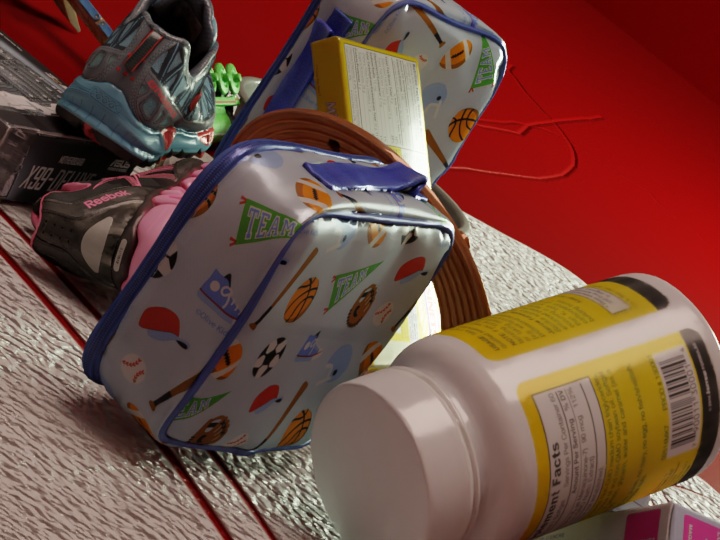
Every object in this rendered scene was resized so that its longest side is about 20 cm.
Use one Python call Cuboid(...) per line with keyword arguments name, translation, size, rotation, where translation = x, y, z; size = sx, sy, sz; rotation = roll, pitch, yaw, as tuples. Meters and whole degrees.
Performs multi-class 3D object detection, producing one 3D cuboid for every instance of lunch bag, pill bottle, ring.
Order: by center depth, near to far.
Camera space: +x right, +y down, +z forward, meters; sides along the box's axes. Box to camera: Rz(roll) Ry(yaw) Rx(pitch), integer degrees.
Cuboid(name="lunch bag", translation=(-0.039, 0.009, 1.468), size=(0.075, 0.161, 0.200), rotation=(38, 14, 20))
Cuboid(name="pill bottle", translation=(0.081, 0.077, 1.505), size=(0.199, 0.115, 0.114), rotation=(-16, 43, -35))
Cuboid(name="ring", translation=(0.000, 0.000, 1.617), size=(0.200, 0.201, 0.019), rotation=(39, 51, 23))
Cuboid(name="lunch bag", translation=(-0.003, -0.105, 1.923), size=(0.160, 0.201, 0.076), rotation=(17, 20, -50))

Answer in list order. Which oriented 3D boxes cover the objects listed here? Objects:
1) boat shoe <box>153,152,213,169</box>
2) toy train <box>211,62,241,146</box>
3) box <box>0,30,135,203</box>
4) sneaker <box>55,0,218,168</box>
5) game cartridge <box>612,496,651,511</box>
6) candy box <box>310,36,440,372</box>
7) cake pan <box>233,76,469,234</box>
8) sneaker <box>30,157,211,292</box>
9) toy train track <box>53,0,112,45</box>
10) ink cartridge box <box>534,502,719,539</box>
Cuboid(name="boat shoe", translation=(-0.065, -0.032, 1.802), size=(0.074, 0.069, 0.200), rotation=(24, 15, -36))
Cuboid(name="toy train", translation=(-0.117, -0.110, 1.997), size=(0.200, 0.041, 0.057), rotation=(-12, 91, -77))
Cuboid(name="box", translation=(-0.241, -0.114, 1.713), size=(0.200, 0.050, 0.158), rotation=(39, 13, 21))
Cuboid(name="sneaker", translation=(-0.108, -0.118, 1.733), size=(0.079, 0.096, 0.200), rotation=(34, 12, 0))
Cuboid(name="game cartridge", translation=(0.132, 0.092, 1.904), size=(0.133, 0.041, 0.200), rotation=(37, 13, 1))
Cuboid(name="candy box", translation=(0.013, -0.036, 1.804), size=(0.026, 0.201, 0.102), rotation=(-10, -9, 26))
Cuboid(name="cake pan", translation=(-0.013, -0.070, 2.141), size=(0.200, 0.037, 0.200), rotation=(31, 13, -8))
Cuboid(name="sneaker", translation=(-0.132, -0.029, 1.649), size=(0.095, 0.080, 0.200), rotation=(14, 7, 5))
Cuboid(name="toy train track", translation=(-0.203, -0.177, 2.070), size=(0.200, 0.032, 0.115), rotation=(51, -17, 33))
Cuboid(name="ink cartridge box", translation=(0.189, 0.174, 1.582), size=(0.199, 0.042, 0.119), rotation=(27, -27, -35))
